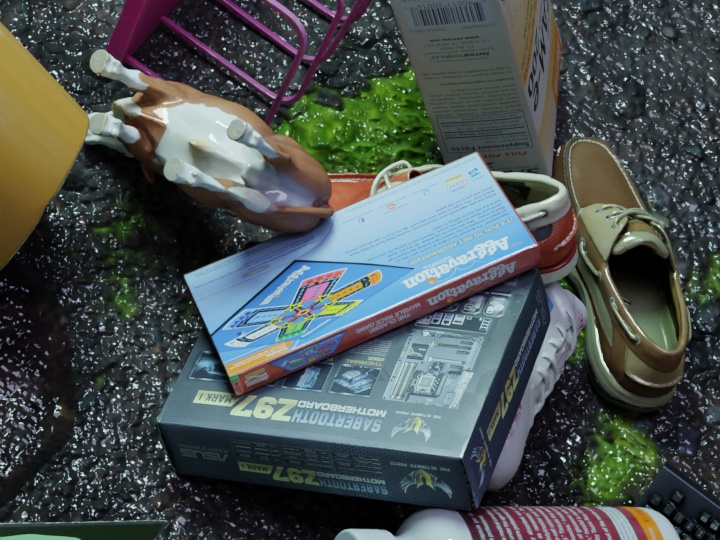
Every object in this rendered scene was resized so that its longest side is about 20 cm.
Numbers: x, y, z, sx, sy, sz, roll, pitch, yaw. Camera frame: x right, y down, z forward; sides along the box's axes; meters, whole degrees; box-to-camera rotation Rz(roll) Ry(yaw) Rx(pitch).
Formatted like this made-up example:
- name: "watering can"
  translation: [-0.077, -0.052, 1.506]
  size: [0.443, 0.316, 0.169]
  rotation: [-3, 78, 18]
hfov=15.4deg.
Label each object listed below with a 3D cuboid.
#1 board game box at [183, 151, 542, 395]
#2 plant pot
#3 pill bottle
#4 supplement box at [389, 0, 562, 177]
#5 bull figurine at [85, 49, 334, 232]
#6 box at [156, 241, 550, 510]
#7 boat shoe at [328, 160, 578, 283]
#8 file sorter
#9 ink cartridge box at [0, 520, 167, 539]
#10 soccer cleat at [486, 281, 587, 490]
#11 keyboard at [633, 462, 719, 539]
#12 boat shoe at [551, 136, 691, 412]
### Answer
- name: "board game box"
  translation: [0.000, 0.000, 1.599]
  size: [0.199, 0.020, 0.103]
  rotation: [-23, 40, -5]
- name: "plant pot"
  translation: [-0.268, -0.091, 1.572]
  size: [0.183, 0.200, 0.201]
  rotation: [34, 49, -16]
- name: "pill bottle"
  translation: [0.084, 0.193, 1.547]
  size: [0.198, 0.113, 0.114]
  rotation: [3, 55, -20]
- name: "supplement box"
  translation: [0.078, -0.167, 1.742]
  size: [0.073, 0.201, 0.127]
  rotation: [-4, 52, 15]
- name: "bull figurine"
  translation: [-0.106, -0.080, 1.635]
  size: [0.199, 0.121, 0.066]
  rotation: [22, 89, 32]
- name: "box"
  translation: [-0.002, 0.060, 1.589]
  size: [0.198, 0.051, 0.158]
  rotation: [4, 45, 22]
- name: "boat shoe"
  translation: [0.042, -0.039, 1.684]
  size: [0.198, 0.063, 0.071]
  rotation: [9, 50, 21]
- name: "file sorter"
  translation: [-0.053, -0.204, 1.758]
  size: [0.125, 0.139, 0.200]
  rotation: [34, 51, 3]
- name: "ink cartridge box"
  translation: [-0.196, 0.157, 1.405]
  size: [0.144, 0.200, 0.048]
  rotation: [1, 58, -21]
- name: "soccer cleat"
  translation: [0.104, 0.049, 1.681]
  size: [0.086, 0.070, 0.201]
  rotation: [6, 53, -7]
- name: "keyboard"
  translation: [0.263, 0.188, 1.645]
  size: [0.199, 0.021, 0.127]
  rotation: [37, 83, 6]
- name: "boat shoe"
  translation: [0.178, -0.007, 1.751]
  size: [0.075, 0.074, 0.201]
  rotation: [-1, 57, -23]
